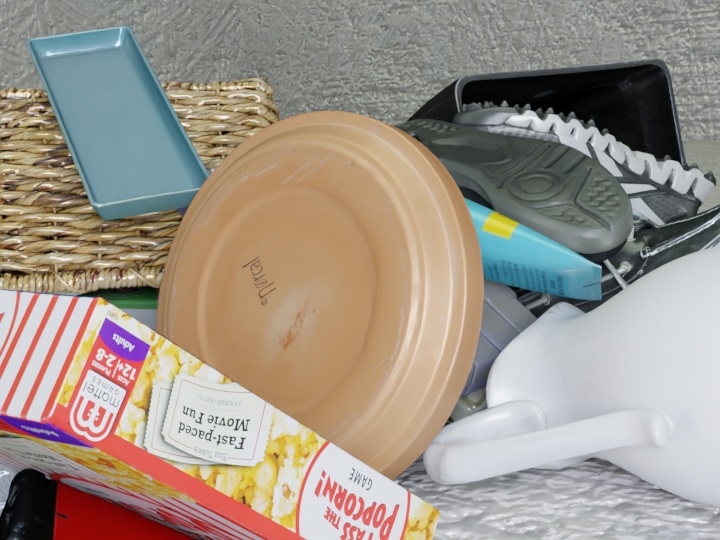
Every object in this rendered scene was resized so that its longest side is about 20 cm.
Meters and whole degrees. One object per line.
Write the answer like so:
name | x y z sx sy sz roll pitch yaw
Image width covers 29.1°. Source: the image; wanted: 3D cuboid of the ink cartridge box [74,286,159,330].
ink cartridge box | -0.089 0.042 0.940 0.145 0.084 0.200 0 9 21

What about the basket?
basket | -0.146 -0.025 0.908 0.198 0.150 0.143 -4 -27 -10

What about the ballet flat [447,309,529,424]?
ballet flat | 0.031 0.074 0.800 0.199 0.072 0.072 -12 11 -29

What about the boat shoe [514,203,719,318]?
boat shoe | 0.162 -0.002 0.866 0.199 0.068 0.074 -33 2 29

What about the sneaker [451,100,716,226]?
sneaker | 0.145 -0.050 0.919 0.199 0.091 0.066 17 -3 -24

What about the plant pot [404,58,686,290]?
plant pot | 0.119 -0.036 1.044 0.199 0.201 0.177 -10 0 -30

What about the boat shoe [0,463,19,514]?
boat shoe | -0.245 0.110 0.626 0.198 0.073 0.062 -8 12 -7

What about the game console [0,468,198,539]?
game console | -0.110 0.153 0.455 0.171 0.119 0.200 26 3 -14

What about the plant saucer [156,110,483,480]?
plant saucer | -0.031 0.017 0.698 0.199 0.202 0.032 2 -9 36

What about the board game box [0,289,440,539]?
board game box | -0.085 0.068 0.546 0.151 0.047 0.200 4 -25 43

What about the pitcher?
pitcher | 0.140 0.061 0.649 0.171 0.122 0.199 -26 10 -38

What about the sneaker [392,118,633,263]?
sneaker | 0.088 -0.020 0.846 0.076 0.115 0.199 -34 34 -33

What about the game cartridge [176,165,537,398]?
game cartridge | 0.000 0.000 0.794 0.129 0.039 0.200 -16 50 -40

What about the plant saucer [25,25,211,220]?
plant saucer | -0.147 -0.091 0.827 0.069 0.019 0.200 -11 38 -18

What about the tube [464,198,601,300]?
tube | 0.036 -0.025 0.753 0.199 0.051 0.077 21 -4 14
